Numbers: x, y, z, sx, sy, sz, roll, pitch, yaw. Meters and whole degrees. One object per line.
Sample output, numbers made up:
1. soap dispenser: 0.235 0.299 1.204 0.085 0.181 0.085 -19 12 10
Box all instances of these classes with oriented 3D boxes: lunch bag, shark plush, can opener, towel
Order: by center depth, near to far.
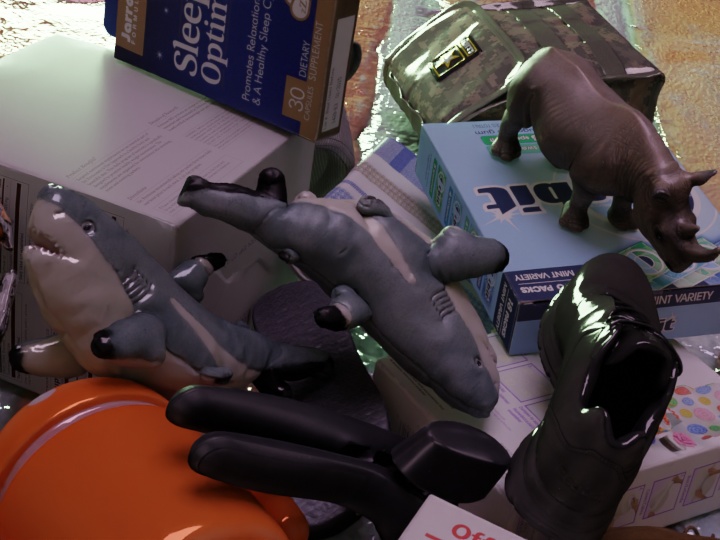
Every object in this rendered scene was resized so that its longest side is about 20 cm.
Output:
1. can opener: -0.014 0.086 0.683 0.199 0.079 0.063 20 21 -42
2. shark plush: -0.084 0.024 0.740 0.199 0.084 0.091 17 -20 -29
3. shark plush: 0.000 0.000 0.764 0.200 0.090 0.084 39 45 -28
4. towel: 0.037 -0.009 0.977 0.147 0.024 0.200 39 34 0
5. lunch bag: 0.128 -0.152 1.209 0.198 0.119 0.164 -7 34 -14

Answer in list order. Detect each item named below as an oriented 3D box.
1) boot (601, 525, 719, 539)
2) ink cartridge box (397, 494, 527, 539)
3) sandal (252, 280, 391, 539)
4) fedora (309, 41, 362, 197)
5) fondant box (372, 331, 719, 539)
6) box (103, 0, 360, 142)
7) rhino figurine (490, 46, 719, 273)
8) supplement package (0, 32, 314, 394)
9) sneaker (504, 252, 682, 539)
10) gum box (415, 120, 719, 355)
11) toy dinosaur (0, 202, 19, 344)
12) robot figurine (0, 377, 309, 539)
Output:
1. boot: 0.189 0.155 0.750 0.198 0.074 0.076 -4 26 -16
2. ink cartridge box: 0.049 0.179 0.620 0.115 0.067 0.200 22 48 22
3. sandal: -0.021 0.080 0.827 0.075 0.043 0.201 -11 36 2
4. fedora: -0.064 -0.089 1.025 0.176 0.200 0.091 -24 79 -12
5. fondant box: 0.124 0.094 0.845 0.198 0.059 0.144 -12 36 -29
6. box: -0.091 -0.169 0.879 0.199 0.122 0.032 25 31 28
7. rhino figurine: 0.152 -0.066 0.873 0.059 0.088 0.200 -14 42 -25
8. supplement package: -0.159 -0.030 0.887 0.198 0.148 0.191 19 30 16
9. sneaker: 0.137 0.052 0.757 0.075 0.091 0.201 25 41 -6
10. gum box: 0.144 -0.031 0.937 0.168 0.045 0.201 -4 37 -16
11. toy dinosaur: -0.244 0.047 0.740 0.134 0.103 0.201 -4 40 25
12. robot figurine: -0.108 0.127 0.666 0.144 0.117 0.200 -43 47 -7
